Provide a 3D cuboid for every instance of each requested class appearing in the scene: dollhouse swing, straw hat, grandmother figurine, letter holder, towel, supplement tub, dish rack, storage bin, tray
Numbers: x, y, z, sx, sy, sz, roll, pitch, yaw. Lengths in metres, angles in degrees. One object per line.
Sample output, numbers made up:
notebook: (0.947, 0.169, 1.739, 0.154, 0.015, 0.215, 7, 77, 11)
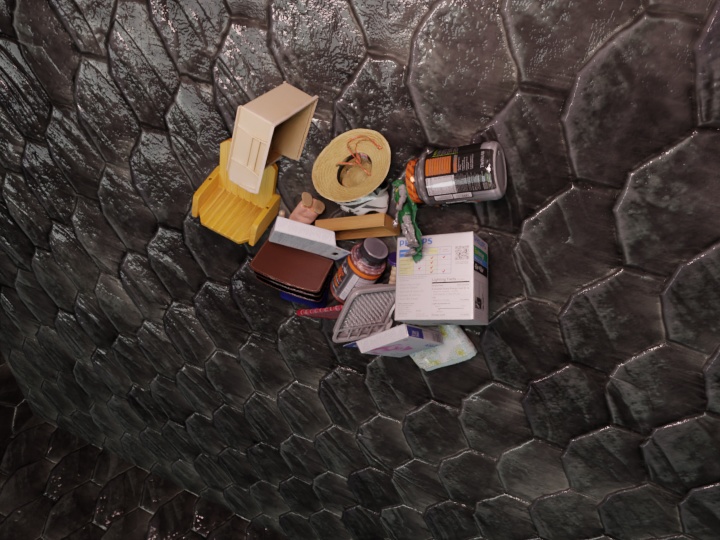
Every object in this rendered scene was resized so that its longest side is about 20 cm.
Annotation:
dollhouse swing: (-0.332, -0.209, 1.366, 0.199, 0.182, 0.176, 27, 152, 6)
straw hat: (-0.008, -0.223, 1.202, 0.199, 0.203, 0.085, 8, 158, 21)
grandmother figurine: (-0.173, -0.128, 1.412, 0.121, 0.061, 0.200, 38, 135, -15)
letter holder: (-0.193, 0.017, 1.407, 0.198, 0.143, 0.101, 20, 132, 4)
towel: (-0.157, 0.021, 1.525, 0.146, 0.050, 0.201, 19, 130, 4)
supplement tub: (0.000, 0.000, 1.384, 0.107, 0.107, 0.200, 34, 133, 0)
towel: (-0.071, 0.117, 1.474, 0.199, 0.144, 0.023, -11, 75, 45)
dish rack: (0.015, 0.107, 1.371, 0.044, 0.170, 0.201, 60, 140, 36)
storage bin: (-0.207, -0.307, 1.196, 0.093, 0.200, 0.199, 30, 132, 5)
tray: (-0.007, -0.110, 1.315, 0.198, 0.098, 0.037, -2, 79, 29)
supplement tub: (0.206, -0.205, 1.115, 0.198, 0.123, 0.123, -2, 123, 29)
towel: (0.207, 0.200, 1.469, 0.199, 0.048, 0.171, -28, 109, 38)

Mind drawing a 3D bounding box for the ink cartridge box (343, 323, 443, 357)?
ink cartridge box: (0.090, 0.198, 1.368, 0.199, 0.044, 0.196, -25, 155, 30)

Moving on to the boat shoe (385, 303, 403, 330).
boat shoe: (0.115, 0.128, 1.385, 0.060, 0.076, 0.200, 39, 159, 18)

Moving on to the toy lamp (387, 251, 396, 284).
toy lamp: (0.085, 0.045, 1.409, 0.058, 0.058, 0.201, 17, 130, 15)

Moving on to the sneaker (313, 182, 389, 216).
sneaker: (-0.024, -0.173, 1.289, 0.198, 0.074, 0.089, 8, 125, 22)

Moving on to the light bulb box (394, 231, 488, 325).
light bulb box: (0.195, 0.025, 1.227, 0.197, 0.125, 0.202, -3, 78, 29)

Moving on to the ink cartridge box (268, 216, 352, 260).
ink cartridge box: (-0.129, -0.079, 1.318, 0.198, 0.041, 0.199, 17, 172, -13)

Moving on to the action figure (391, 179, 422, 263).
action figure: (0.104, -0.131, 1.195, 0.054, 0.201, 0.118, -4, 148, -8)
